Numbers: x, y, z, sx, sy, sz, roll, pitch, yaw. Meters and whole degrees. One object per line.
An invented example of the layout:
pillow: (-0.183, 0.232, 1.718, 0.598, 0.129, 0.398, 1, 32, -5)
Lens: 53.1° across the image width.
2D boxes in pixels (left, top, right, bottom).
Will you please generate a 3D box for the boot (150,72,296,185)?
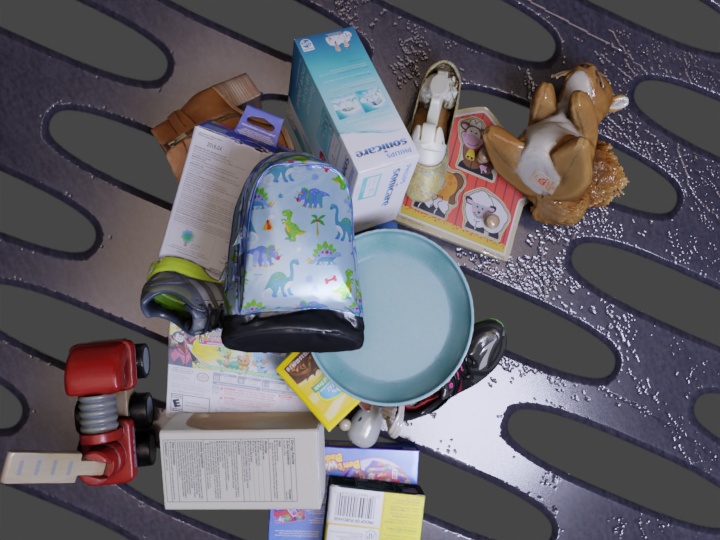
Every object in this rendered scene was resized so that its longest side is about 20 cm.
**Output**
boot: (-0.171, -0.150, 0.943, 0.153, 0.074, 0.201, -32, 69, -10)

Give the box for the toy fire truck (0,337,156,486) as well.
toy fire truck: (-0.334, 0.180, 0.870, 0.126, 0.200, 0.180, -4, 89, -5)

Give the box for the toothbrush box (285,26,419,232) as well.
toothbrush box: (-0.016, -0.170, 0.893, 0.084, 0.147, 0.202, -19, 70, -18)

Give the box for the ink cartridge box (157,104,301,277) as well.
ink cartridge box: (-0.148, -0.093, 0.874, 0.134, 0.076, 0.203, 20, 107, -4)

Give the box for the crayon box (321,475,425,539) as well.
crayon box: (0.009, 0.375, 0.922, 0.124, 0.051, 0.204, 8, 88, -4)

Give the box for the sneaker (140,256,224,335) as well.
sneaker: (-0.164, 0.046, 0.840, 0.196, 0.081, 0.075, 10, 124, 3)

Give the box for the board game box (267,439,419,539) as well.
board game box: (-0.024, 0.301, 0.969, 0.196, 0.045, 0.137, 4, 89, -4)

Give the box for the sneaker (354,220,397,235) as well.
sneaker: (-0.047, -0.060, 0.964, 0.196, 0.066, 0.080, 3, 87, -5)

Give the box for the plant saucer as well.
plant saucer: (0.033, 0.054, 0.843, 0.196, 0.036, 0.204, 0, 85, 3)

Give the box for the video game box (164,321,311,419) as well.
video game box: (-0.150, 0.114, 0.930, 0.196, 0.047, 0.186, 8, 109, 1)

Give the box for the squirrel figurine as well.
squirrel figurine: (0.284, -0.170, 0.970, 0.188, 0.140, 0.201, -55, 134, -28)

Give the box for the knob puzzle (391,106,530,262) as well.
knob puzzle: (0.149, -0.135, 0.979, 0.215, 0.030, 0.224, 3, 79, -14)

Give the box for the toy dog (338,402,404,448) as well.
toy dog: (0.004, 0.120, 0.941, 0.095, 0.132, 0.203, 16, 68, -13)

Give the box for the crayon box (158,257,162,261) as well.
crayon box: (-0.160, -0.009, 0.962, 0.197, 0.052, 0.128, 23, 88, -3)

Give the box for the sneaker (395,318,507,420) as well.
sneaker: (0.120, 0.141, 0.964, 0.199, 0.084, 0.077, -38, 92, -4)

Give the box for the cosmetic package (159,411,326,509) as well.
cosmetic package: (-0.143, 0.236, 0.901, 0.196, 0.071, 0.107, 0, 98, 4)

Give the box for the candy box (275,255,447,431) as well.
candy box: (0.001, 0.088, 0.874, 0.200, 0.026, 0.102, -44, 88, 0)

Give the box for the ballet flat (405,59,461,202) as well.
ballet flat: (0.092, -0.189, 0.939, 0.069, 0.071, 0.203, 16, 68, -4)

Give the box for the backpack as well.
backpack: (-0.070, -0.024, 0.778, 0.160, 0.154, 0.204, 3, 67, -7)
